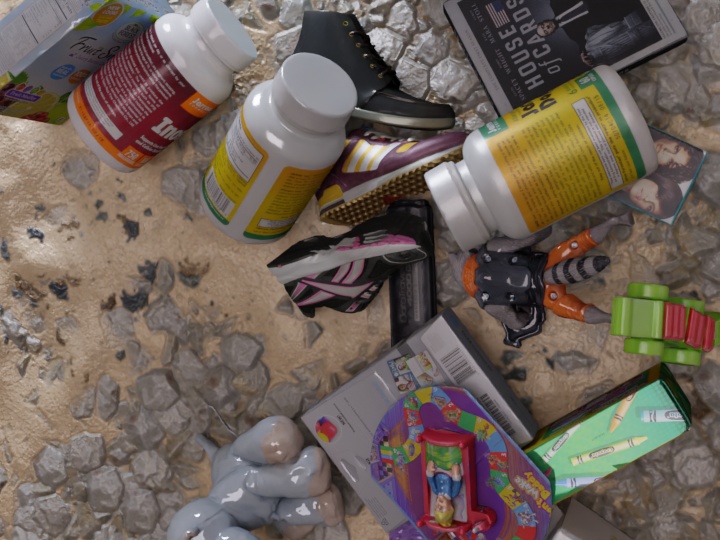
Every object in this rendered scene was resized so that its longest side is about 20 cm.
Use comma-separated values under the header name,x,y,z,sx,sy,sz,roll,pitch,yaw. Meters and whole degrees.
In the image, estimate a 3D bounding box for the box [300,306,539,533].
name,x,y,z,sx,sy,sz,roll,pitch,yaw
box,0.059,0.157,1.170,0.200,0.041,0.156,-38,88,22

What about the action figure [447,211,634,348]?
name,x,y,z,sx,sy,sz,roll,pitch,yaw
action figure,0.176,-0.021,1.145,0.192,0.104,0.202,-5,87,32

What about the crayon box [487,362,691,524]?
name,x,y,z,sx,sy,sz,roll,pitch,yaw
crayon box,0.232,0.171,1.139,0.199,0.119,0.058,-32,85,16

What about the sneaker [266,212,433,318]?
name,x,y,z,sx,sy,sz,roll,pitch,yaw
sneaker,0.000,0.000,1.214,0.199,0.080,0.087,-12,113,39

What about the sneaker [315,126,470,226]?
name,x,y,z,sx,sy,sz,roll,pitch,yaw
sneaker,0.029,-0.120,1.185,0.199,0.075,0.091,-22,69,30

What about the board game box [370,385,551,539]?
name,x,y,z,sx,sy,sz,roll,pitch,yaw
board game box,0.089,0.214,1.110,0.200,0.039,0.158,47,121,11

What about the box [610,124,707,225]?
name,x,y,z,sx,sy,sz,roll,pitch,yaw
box,0.244,-0.125,1.153,0.199,0.049,0.083,27,100,13

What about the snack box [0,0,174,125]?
name,x,y,z,sx,sy,sz,roll,pitch,yaw
snack box,-0.320,-0.248,1.244,0.200,0.169,0.068,-36,82,16

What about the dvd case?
name,x,y,z,sx,sy,sz,roll,pitch,yaw
dvd case,0.203,-0.249,1.136,0.199,0.025,0.151,-26,76,2

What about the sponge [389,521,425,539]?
name,x,y,z,sx,sy,sz,roll,pitch,yaw
sponge,0.085,0.216,1.214,0.111,0.030,0.201,3,105,17

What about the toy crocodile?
name,x,y,z,sx,sy,sz,roll,pitch,yaw
toy crocodile,0.301,0.053,1.085,0.062,0.199,0.068,2,81,43

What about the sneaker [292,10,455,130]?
name,x,y,z,sx,sy,sz,roll,pitch,yaw
sneaker,0.013,-0.213,1.200,0.199,0.075,0.107,15,98,16

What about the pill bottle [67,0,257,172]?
name,x,y,z,sx,sy,sz,roll,pitch,yaw
pill bottle,-0.216,-0.207,1.246,0.200,0.113,0.113,-36,84,16

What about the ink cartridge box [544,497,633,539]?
name,x,y,z,sx,sy,sz,roll,pitch,yaw
ink cartridge box,0.235,0.338,1.145,0.199,0.125,0.129,33,102,11

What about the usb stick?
name,x,y,z,sx,sy,sz,roll,pitch,yaw
usb stick,0.057,0.024,1.225,0.055,0.033,0.202,-1,93,24

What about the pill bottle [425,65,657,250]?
name,x,y,z,sx,sy,sz,roll,pitch,yaw
pill bottle,0.168,-0.100,1.072,0.199,0.113,0.113,-27,86,8

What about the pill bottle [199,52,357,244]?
name,x,y,z,sx,sy,sz,roll,pitch,yaw
pill bottle,-0.083,-0.126,1.173,0.113,0.113,0.200,46,135,9

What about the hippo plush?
name,x,y,z,sx,sy,sz,roll,pitch,yaw
hippo plush,-0.130,0.248,1.199,0.199,0.161,0.160,35,139,8
